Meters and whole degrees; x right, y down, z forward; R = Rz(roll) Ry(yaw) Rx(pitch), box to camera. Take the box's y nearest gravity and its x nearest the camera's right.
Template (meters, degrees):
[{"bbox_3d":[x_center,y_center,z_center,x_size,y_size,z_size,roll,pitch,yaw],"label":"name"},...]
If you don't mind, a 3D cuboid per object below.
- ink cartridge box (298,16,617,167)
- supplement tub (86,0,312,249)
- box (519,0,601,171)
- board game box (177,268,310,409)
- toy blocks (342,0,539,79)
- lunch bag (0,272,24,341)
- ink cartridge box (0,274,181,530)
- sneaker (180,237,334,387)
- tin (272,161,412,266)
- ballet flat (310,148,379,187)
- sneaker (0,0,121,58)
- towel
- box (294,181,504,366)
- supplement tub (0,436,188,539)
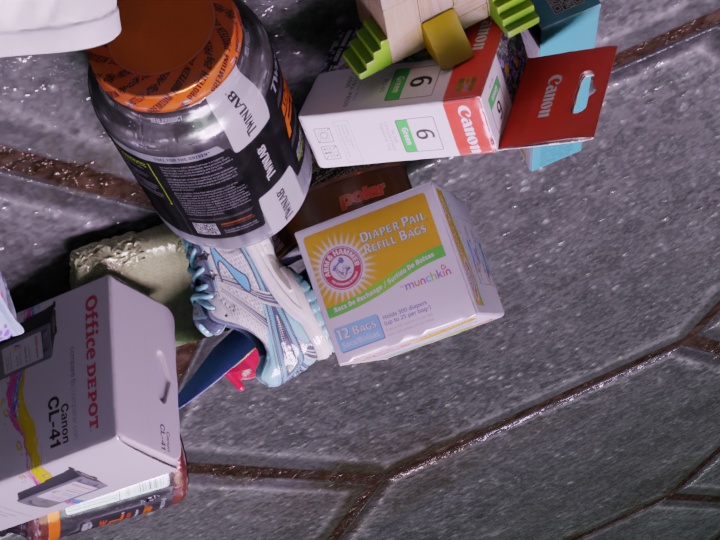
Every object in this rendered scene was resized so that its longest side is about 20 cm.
[{"bbox_3d":[0.067,-0.130,1.019,0.199,0.109,0.051,-4,131,25],"label":"ink cartridge box"},{"bbox_3d":[-0.107,-0.106,0.990,0.122,0.123,0.200,-24,155,-2],"label":"supplement tub"},{"bbox_3d":[0.138,-0.166,1.144,0.049,0.083,0.200,-23,155,-7],"label":"box"},{"bbox_3d":[-0.081,0.065,1.262,0.158,0.039,0.200,-38,-171,25],"label":"board game box"},{"bbox_3d":[0.066,-0.228,0.967,0.199,0.100,0.137,-28,145,-10],"label":"toy blocks"},{"bbox_3d":[-0.335,-0.007,0.976,0.169,0.128,0.201,-23,148,-10],"label":"lunch bag"},{"bbox_3d":[-0.250,0.109,1.189,0.199,0.149,0.086,-23,148,24],"label":"ink cartridge box"},{"bbox_3d":[-0.101,0.003,1.122,0.086,0.200,0.078,-41,-174,-8],"label":"sneaker"},{"bbox_3d":[-0.022,-0.042,1.206,0.111,0.042,0.200,-22,176,-17],"label":"tin"},{"bbox_3d":[0.019,-0.119,1.153,0.199,0.068,0.076,-21,143,-2],"label":"ballet flat"},{"bbox_3d":[-0.242,-0.163,0.853,0.198,0.073,0.085,-11,119,-11],"label":"sneaker"},{"bbox_3d":[-0.174,0.017,1.262,0.147,0.037,0.200,-18,154,-13],"label":"towel"},{"bbox_3d":[0.035,0.005,1.134,0.112,0.102,0.200,-20,175,9],"label":"box"},{"bbox_3d":[-0.274,0.198,1.434,0.199,0.107,0.107,-13,152,-22],"label":"supplement tub"}]
